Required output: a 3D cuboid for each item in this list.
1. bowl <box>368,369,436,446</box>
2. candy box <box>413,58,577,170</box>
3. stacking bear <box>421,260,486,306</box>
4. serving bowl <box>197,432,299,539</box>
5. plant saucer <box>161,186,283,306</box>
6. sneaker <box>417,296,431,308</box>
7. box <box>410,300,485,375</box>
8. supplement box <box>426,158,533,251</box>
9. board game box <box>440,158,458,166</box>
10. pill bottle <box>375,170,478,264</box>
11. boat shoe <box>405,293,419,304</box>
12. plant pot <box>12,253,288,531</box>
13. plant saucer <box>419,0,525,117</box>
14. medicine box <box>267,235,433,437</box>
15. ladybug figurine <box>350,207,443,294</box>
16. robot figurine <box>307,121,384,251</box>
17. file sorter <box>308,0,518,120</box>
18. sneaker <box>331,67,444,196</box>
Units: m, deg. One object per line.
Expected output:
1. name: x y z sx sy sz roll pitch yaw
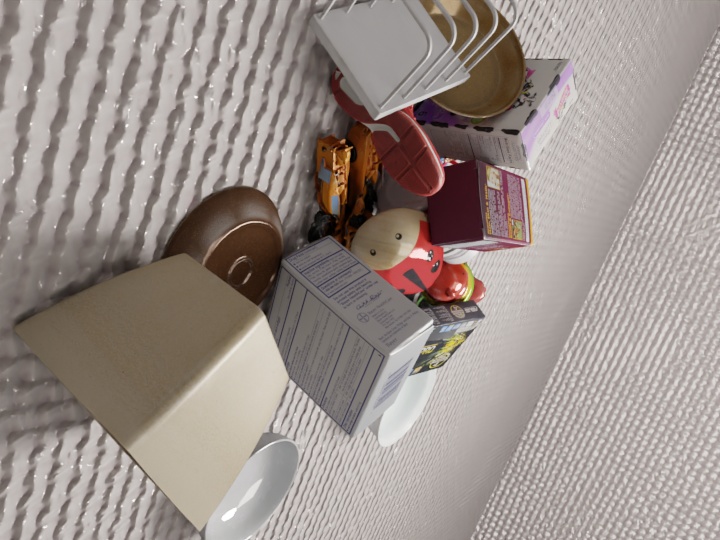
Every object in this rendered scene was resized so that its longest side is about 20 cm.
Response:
1. bowl: 0.064 0.249 1.328 0.201 0.090 0.203 -38 143 -35
2. candy box: 0.197 -0.243 0.975 0.168 0.199 0.072 -53 137 -24
3. stacking bear: 0.163 0.019 1.215 0.113 0.122 0.200 -32 170 8
4. serving bowl: -0.187 0.338 1.026 0.200 0.065 0.202 -39 144 -36
5. plant saucer: -0.159 -0.003 0.804 0.200 0.036 0.202 -40 146 -35
6. sneaker: 0.129 0.116 1.322 0.200 0.083 0.077 -42 147 -31
7. box: 0.112 0.129 1.172 0.198 0.049 0.162 -5 139 -41
8. supplement box: 0.182 -0.090 0.969 0.199 0.085 0.112 2 82 -56
9. board game box: 0.132 -0.192 1.100 0.157 0.039 0.202 7 108 -60
10. pill bottle: 0.120 -0.092 1.055 0.200 0.113 0.115 33 87 -49
11. boat shoe: 0.075 0.020 1.168 0.060 0.076 0.203 4 100 -16
12. plant pot: -0.191 0.105 0.672 0.177 0.199 0.201 -44 147 -25
13. plant saucer: 0.137 -0.298 0.905 0.200 0.200 0.035 -46 -177 -25
14. medicine box: -0.027 0.089 0.893 0.103 0.200 0.183 -30 151 -42
15. ladybug figurine: 0.064 -0.019 0.956 0.135 0.072 0.200 -35 149 14
16. robot figurine: -0.015 -0.107 0.919 0.145 0.058 0.202 -36 142 -36
17. file sorter: 0.070 -0.295 0.765 0.199 0.139 0.124 -33 177 -40
18. sneaker: 0.061 -0.197 0.840 0.115 0.201 0.078 -34 178 -45
